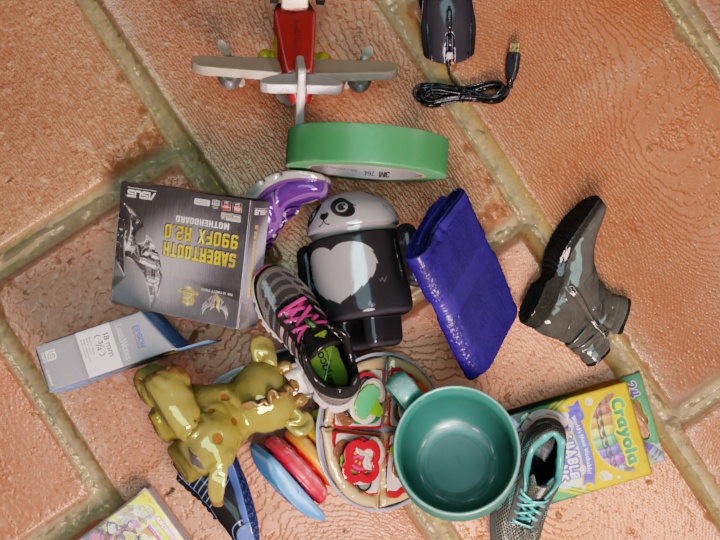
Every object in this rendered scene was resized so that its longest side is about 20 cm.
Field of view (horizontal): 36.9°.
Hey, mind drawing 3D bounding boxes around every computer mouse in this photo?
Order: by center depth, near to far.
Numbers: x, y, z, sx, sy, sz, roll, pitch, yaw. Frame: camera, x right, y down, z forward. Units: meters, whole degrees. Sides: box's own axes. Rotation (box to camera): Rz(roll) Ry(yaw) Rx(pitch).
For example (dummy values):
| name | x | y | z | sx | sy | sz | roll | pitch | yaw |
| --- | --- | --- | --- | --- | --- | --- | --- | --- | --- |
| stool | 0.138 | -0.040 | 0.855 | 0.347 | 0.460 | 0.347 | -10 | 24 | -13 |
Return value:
| name | x | y | z | sx | sy | sz | roll | pitch | yaw |
| --- | --- | --- | --- | --- | --- | --- | --- | --- | --- |
| computer mouse | 0.143 | -0.314 | 1.417 | 0.140 | 0.046 | 0.201 | 3 | 89 | 0 |

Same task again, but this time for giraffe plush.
| name | x | y | z | sx | sy | sz | roll | pitch | yaw |
| --- | --- | --- | --- | --- | --- | --- | --- | --- | --- |
| giraffe plush | -0.154 | 0.163 | 1.292 | 0.162 | 0.200 | 0.173 | -30 | 117 | -21 |

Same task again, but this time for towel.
| name | x | y | z | sx | sy | sz | roll | pitch | yaw |
| --- | --- | --- | --- | --- | --- | --- | --- | --- | --- |
| towel | 0.123 | 0.018 | 1.343 | 0.148 | 0.049 | 0.200 | -54 | 126 | -41 |

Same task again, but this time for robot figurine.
| name | x | y | z | sx | sy | sz | roll | pitch | yaw |
| --- | --- | --- | --- | --- | --- | --- | --- | --- | --- |
| robot figurine | -0.002 | 0.000 | 1.364 | 0.150 | 0.125 | 0.201 | -8 | 85 | -7 |

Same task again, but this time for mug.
| name | x | y | z | sx | sy | sz | roll | pitch | yaw |
| --- | --- | --- | --- | --- | --- | --- | --- | --- | --- |
| mug | 0.115 | 0.212 | 1.317 | 0.151 | 0.114 | 0.186 | -8 | 70 | 4 |

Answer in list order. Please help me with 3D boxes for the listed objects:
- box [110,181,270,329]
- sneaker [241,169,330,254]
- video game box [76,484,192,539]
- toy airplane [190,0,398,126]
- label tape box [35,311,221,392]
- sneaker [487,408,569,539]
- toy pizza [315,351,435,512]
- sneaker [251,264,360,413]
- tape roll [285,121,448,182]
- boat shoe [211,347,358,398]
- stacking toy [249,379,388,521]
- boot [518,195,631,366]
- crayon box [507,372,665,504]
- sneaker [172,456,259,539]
| name | x | y | z | sx | sy | sz | roll | pitch | yaw |
| --- | --- | --- | --- | --- | --- | --- | --- | --- | --- |
| box | -0.215 | -0.022 | 1.350 | 0.199 | 0.048 | 0.159 | 11 | 97 | 26 |
| sneaker | -0.119 | -0.060 | 1.374 | 0.199 | 0.081 | 0.084 | -29 | 70 | 17 |
| video game box | -0.287 | 0.410 | 1.391 | 0.182 | 0.047 | 0.200 | -36 | 90 | 0 |
| toy airplane | -0.081 | -0.254 | 1.363 | 0.200 | 0.141 | 0.199 | 37 | 58 | 16 |
| label tape box | -0.284 | 0.090 | 1.349 | 0.199 | 0.144 | 0.064 | -19 | 87 | -2 |
| sneaker | 0.208 | 0.271 | 1.335 | 0.077 | 0.091 | 0.201 | 15 | 90 | 2 |
| toy pizza | 0.033 | 0.203 | 1.363 | 0.199 | 0.032 | 0.201 | 3 | 84 | -33 |
| sneaker | -0.058 | 0.075 | 1.285 | 0.074 | 0.087 | 0.200 | -29 | 88 | -22 |
| tape roll | 0.008 | -0.144 | 1.333 | 0.199 | 0.200 | 0.048 | 5 | 89 | -1 |
| boat shoe | -0.099 | 0.140 | 1.395 | 0.199 | 0.060 | 0.076 | -10 | 102 | -4 |
| stacking toy | -0.035 | 0.209 | 1.383 | 0.200 | 0.110 | 0.116 | -44 | 106 | -13 |
| boot | 0.301 | 0.015 | 1.416 | 0.130 | 0.068 | 0.201 | 28 | 86 | -14 |
| crayon box | 0.294 | 0.220 | 1.408 | 0.199 | 0.052 | 0.126 | -16 | 89 | -2 |
| sneaker | -0.192 | 0.272 | 1.389 | 0.078 | 0.070 | 0.201 | -21 | 83 | 1 |
